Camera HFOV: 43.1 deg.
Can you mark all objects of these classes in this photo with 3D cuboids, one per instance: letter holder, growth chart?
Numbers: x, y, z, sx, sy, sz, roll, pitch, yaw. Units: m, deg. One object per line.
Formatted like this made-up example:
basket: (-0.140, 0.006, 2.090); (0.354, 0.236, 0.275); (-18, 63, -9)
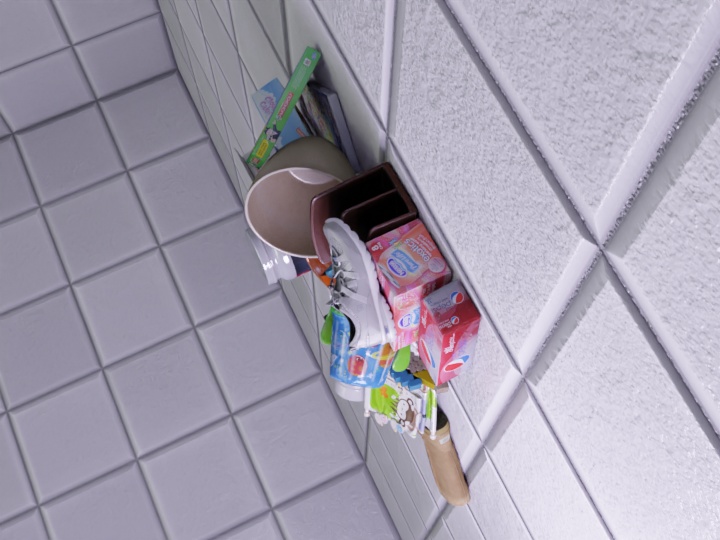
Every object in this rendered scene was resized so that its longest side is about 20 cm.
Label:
letter holder: (0.004, -0.049, 1.421); (0.101, 0.141, 0.201); (61, 168, 27)
growth chart: (0.075, 0.250, 1.745); (0.199, 0.018, 0.146); (13, 115, 44)

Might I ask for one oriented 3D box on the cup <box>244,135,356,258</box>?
cup: (-0.086, -0.141, 1.535); (0.201, 0.198, 0.144); (76, -166, -45)

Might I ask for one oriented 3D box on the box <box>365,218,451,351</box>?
box: (0.070, 0.026, 1.384); (0.200, 0.094, 0.103); (87, 158, -63)

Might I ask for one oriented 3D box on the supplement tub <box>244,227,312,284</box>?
supplement tub: (-0.123, -0.067, 1.873); (0.141, 0.199, 0.141); (62, 170, 20)

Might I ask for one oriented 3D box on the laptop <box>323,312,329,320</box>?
laptop: (0.010, 0.135, 1.913); (0.103, 0.199, 0.178); (-4, -114, -61)

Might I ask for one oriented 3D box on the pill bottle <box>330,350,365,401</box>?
pill bottle: (-0.003, 0.156, 1.835); (0.114, 0.113, 0.202); (-128, 38, -53)

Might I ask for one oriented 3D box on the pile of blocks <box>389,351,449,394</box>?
pile of blocks: (0.066, 0.174, 1.628); (0.199, 0.082, 0.062); (32, 157, 16)

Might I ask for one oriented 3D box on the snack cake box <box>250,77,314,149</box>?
snack cake box: (-0.131, -0.263, 1.760); (0.115, 0.067, 0.201); (50, -170, -52)

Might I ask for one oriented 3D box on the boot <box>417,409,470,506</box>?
boot: (0.142, 0.351, 1.823); (0.175, 0.066, 0.201); (47, 159, 57)

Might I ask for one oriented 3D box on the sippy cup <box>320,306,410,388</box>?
sippy cup: (0.005, 0.126, 1.546); (0.178, 0.138, 0.132); (-144, 66, -82)

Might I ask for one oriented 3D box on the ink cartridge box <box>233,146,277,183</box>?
ink cartridge box: (-0.153, -0.168, 1.731); (0.117, 0.067, 0.200); (59, -173, 27)

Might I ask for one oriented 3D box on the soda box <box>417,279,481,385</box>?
soda box: (0.127, 0.096, 1.340); (0.200, 0.063, 0.070); (85, 159, -62)

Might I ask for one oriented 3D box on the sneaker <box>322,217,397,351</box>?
sneaker: (-0.016, 0.022, 1.317); (0.075, 0.081, 0.202); (165, 83, -79)

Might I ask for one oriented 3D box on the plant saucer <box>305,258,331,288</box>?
plant saucer: (-0.031, -0.030, 1.744); (0.199, 0.032, 0.202); (28, 139, 27)

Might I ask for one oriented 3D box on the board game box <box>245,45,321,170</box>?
board game box: (-0.132, -0.271, 1.543); (0.029, 0.201, 0.135); (28, 174, -9)

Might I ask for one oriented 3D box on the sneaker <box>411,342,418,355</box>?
sneaker: (0.053, 0.121, 1.718); (0.081, 0.083, 0.201); (53, 164, 52)

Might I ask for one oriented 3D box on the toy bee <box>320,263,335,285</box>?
toy bee: (0.000, 0.000, 1.648); (0.131, 0.109, 0.200); (57, 168, -32)

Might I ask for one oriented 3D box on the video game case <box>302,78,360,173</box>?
video game case: (-0.058, -0.262, 1.618); (0.200, 0.018, 0.144); (-133, 23, -62)
